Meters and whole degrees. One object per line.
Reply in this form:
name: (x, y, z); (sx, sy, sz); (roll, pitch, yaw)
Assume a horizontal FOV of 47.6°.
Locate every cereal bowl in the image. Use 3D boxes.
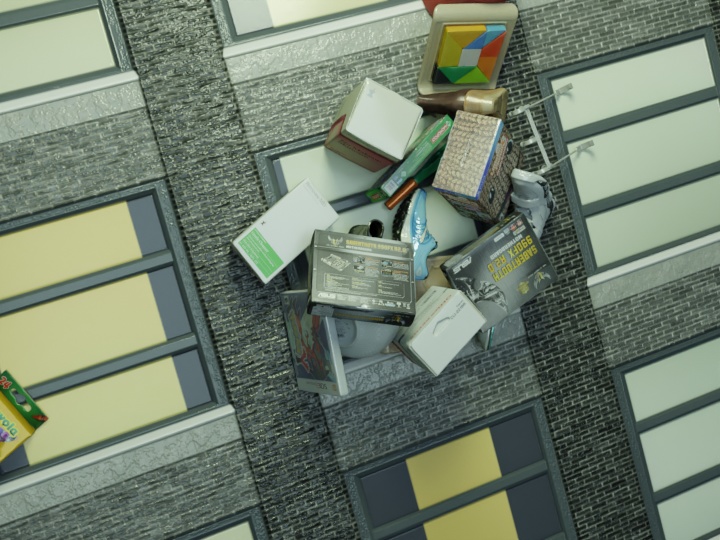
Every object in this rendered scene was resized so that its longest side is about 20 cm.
cereal bowl: (-0.026, 0.086, 1.588); (0.203, 0.198, 0.083); (59, 38, -7)

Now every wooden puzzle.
wooden puzzle: (0.121, 0.070, 1.710); (0.195, 0.046, 0.190); (-5, 91, -10)
wooden puzzle: (0.219, -0.446, 1.673); (0.181, 0.202, 0.038); (-6, 48, -14)

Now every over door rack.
over door rack: (0.406, -0.300, 1.761); (0.198, 0.066, 0.150); (-29, 98, -36)

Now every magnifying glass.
magnifying glass: (0.128, -0.201, 1.699); (0.200, 0.080, 0.022); (-45, 103, 0)

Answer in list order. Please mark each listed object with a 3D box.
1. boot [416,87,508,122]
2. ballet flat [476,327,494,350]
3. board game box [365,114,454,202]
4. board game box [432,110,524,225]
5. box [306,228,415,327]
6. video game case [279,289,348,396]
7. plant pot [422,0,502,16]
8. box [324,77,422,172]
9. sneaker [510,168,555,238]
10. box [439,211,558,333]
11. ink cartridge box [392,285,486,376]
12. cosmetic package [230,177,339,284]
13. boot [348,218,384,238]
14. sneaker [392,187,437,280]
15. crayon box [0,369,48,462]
boot: (0.217, -0.350, 1.702); (0.163, 0.199, 0.074); (9, 101, 21)
ballet flat: (0.265, 0.066, 1.741); (0.068, 0.069, 0.205); (14, 84, -14)
board game box: (0.099, -0.224, 1.653); (0.029, 0.134, 0.200); (43, 81, -8)
board game box: (0.243, -0.202, 1.652); (0.095, 0.199, 0.163); (17, 85, 28)
box: (0.002, 0.013, 1.503); (0.195, 0.049, 0.161); (7, 55, -11)
video game case: (-0.093, 0.138, 1.583); (0.023, 0.181, 0.205); (-12, 93, -30)
plant pot: (0.236, -0.610, 1.665); (0.195, 0.177, 0.206); (0, 90, -15)
box: (0.021, -0.278, 1.598); (0.126, 0.200, 0.111); (25, 84, -12)
sneaker: (0.347, -0.126, 1.702); (0.074, 0.200, 0.117); (19, 81, 31)
box: (0.282, 0.003, 1.659); (0.198, 0.048, 0.160); (-34, 103, -5)
ink cartridge box: (0.144, 0.113, 1.590); (0.084, 0.200, 0.144); (44, 84, -7)
cosmetic package: (-0.150, -0.078, 1.616); (0.200, 0.085, 0.108); (-43, 97, -9)
boot: (0.000, 0.000, 1.631); (0.066, 0.130, 0.205); (6, 89, -15)
sneaker: (0.116, -0.070, 1.679); (0.088, 0.078, 0.205); (15, 72, -18)
crayon box: (-0.692, 0.296, 1.495); (0.199, 0.051, 0.128); (-42, 99, -11)
